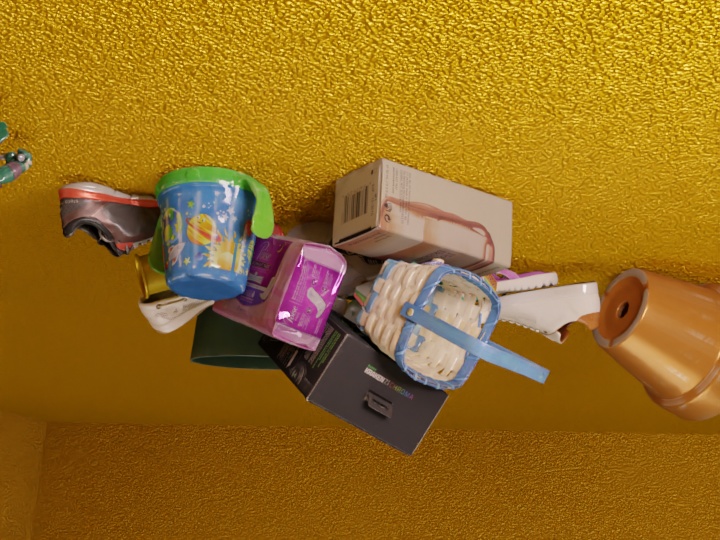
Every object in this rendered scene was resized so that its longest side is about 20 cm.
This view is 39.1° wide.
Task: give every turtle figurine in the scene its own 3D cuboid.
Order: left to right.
[{"bbox_3d":[-0.437,-0.117,1.105,0.148,0.102,0.200,9,158,-18],"label":"turtle figurine"}]

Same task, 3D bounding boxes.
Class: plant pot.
[{"bbox_3d":[-0.148,0.056,1.494,0.197,0.164,0.201,1,170,0],"label":"plant pot"},{"bbox_3d":[0.448,0.091,1.482,0.182,0.202,0.200,27,157,-18],"label":"plant pot"}]

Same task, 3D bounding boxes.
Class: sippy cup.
[{"bbox_3d":[-0.183,-0.038,1.225,0.138,0.132,0.178,5,159,-13],"label":"sippy cup"}]

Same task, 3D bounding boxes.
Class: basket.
[{"bbox_3d":[0.106,0.070,1.172,0.199,0.140,0.176,31,-178,36],"label":"basket"}]

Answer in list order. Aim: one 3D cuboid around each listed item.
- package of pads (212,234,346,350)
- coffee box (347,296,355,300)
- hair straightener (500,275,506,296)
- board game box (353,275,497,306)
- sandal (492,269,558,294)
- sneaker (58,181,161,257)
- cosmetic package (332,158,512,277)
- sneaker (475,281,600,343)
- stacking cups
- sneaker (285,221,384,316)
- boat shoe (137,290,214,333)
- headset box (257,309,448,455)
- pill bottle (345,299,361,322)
[{"bbox_3d":[-0.103,0.018,1.246,0.075,0.122,0.199,23,175,-30],"label":"package of pads"},{"bbox_3d":[0.008,0.001,1.497,0.121,0.045,0.200,8,163,-17],"label":"coffee box"},{"bbox_3d":[0.147,0.032,1.603,0.198,0.042,0.077,-10,160,28],"label":"hair straightener"},{"bbox_3d":[0.079,0.023,1.396,0.198,0.030,0.096,-19,126,31],"label":"board game box"},{"bbox_3d":[0.197,0.009,1.476,0.200,0.051,0.082,-4,175,-32],"label":"sandal"},{"bbox_3d":[-0.296,-0.052,1.306,0.198,0.083,0.077,11,163,-31],"label":"sneaker"},{"bbox_3d":[0.075,-0.055,1.203,0.198,0.089,0.103,13,161,-31],"label":"cosmetic package"},{"bbox_3d":[0.259,0.070,1.504,0.198,0.086,0.072,-9,180,34],"label":"sneaker"},{"bbox_3d":[-0.197,-0.015,1.350,0.198,0.061,0.060,-15,171,-21],"label":"stacking cups"},{"bbox_3d":[0.000,0.000,1.348,0.197,0.075,0.116,4,122,15],"label":"sneaker"},{"bbox_3d":[-0.216,0.006,1.395,0.199,0.071,0.070,-37,138,-6],"label":"boat shoe"},{"bbox_3d":[-0.009,0.125,1.264,0.173,0.093,0.200,33,-179,-30],"label":"headset box"},{"bbox_3d":[0.067,0.107,1.583,0.198,0.111,0.109,7,165,-35],"label":"pill bottle"}]
